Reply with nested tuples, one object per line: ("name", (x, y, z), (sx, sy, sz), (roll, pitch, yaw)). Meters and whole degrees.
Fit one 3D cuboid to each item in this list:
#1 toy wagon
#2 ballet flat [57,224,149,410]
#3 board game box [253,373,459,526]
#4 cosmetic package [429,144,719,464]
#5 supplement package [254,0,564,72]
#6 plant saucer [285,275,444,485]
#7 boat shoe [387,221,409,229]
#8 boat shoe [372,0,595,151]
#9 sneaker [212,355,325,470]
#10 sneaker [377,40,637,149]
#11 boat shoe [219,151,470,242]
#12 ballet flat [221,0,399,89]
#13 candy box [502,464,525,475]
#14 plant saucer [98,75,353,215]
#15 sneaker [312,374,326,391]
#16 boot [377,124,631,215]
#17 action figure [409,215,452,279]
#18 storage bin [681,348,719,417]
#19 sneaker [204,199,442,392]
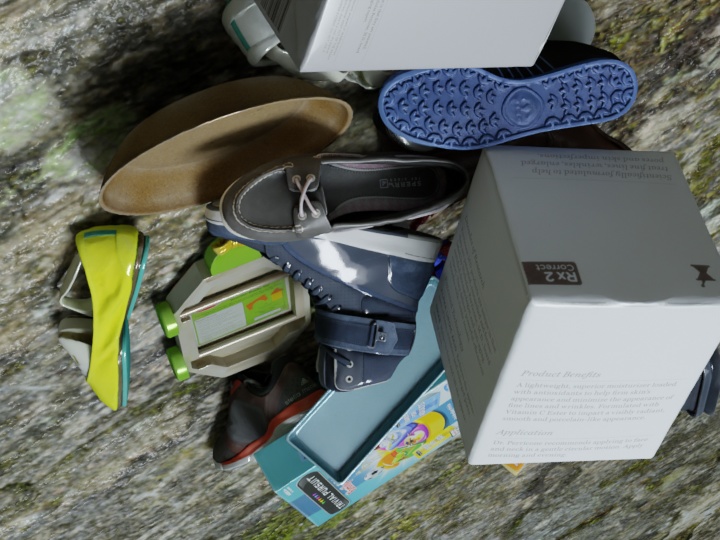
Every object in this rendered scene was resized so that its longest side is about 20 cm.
("toy wagon", (-0.107, 0.022, 1.171), (0.155, 0.040, 0.200), (-22, 144, -14))
("ballet flat", (-0.220, 0.039, 1.095), (0.067, 0.067, 0.200), (5, 133, -12))
("board game box", (0.012, 0.163, 1.272), (0.200, 0.047, 0.151), (-33, 153, -1))
("cosmetic package", (0.165, 0.029, 1.026), (0.165, 0.165, 0.200), (1, 137, -14))
("supplement package", (0.037, -0.220, 0.903), (0.200, 0.121, 0.120), (-7, 138, -31))
("plant saucer", (0.022, 0.099, 1.183), (0.200, 0.070, 0.019), (-48, -172, 3))
("boat shoe", (0.000, 0.000, 1.172), (0.066, 0.072, 0.200), (-48, 152, -32))
("boat shoe", (0.098, -0.168, 1.066), (0.200, 0.064, 0.071), (-31, 115, -12))
("sneaker", (-0.099, 0.137, 1.306), (0.077, 0.082, 0.200), (-26, 172, -42))
("sneaker", (0.108, -0.138, 1.007), (0.200, 0.078, 0.070), (-4, 110, -7))
("boat shoe", (-0.008, -0.063, 1.008), (0.200, 0.067, 0.057), (-8, 178, -25))
("ballet flat", (-0.012, -0.167, 0.980), (0.200, 0.069, 0.069), (0, 135, -38))
("candy box", (0.172, 0.102, 1.345), (0.055, 0.115, 0.200), (-32, 156, -52))
("plant saucer", (-0.104, -0.098, 0.974), (0.200, 0.035, 0.200), (-20, 170, -4))
("sneaker", (0.038, 0.126, 1.380), (0.200, 0.084, 0.121), (13, 136, -44))
("boot", (0.127, -0.076, 1.105), (0.200, 0.187, 0.064), (-20, 156, -21))
("action figure", (0.080, -0.024, 1.210), (0.200, 0.065, 0.099), (-27, -151, 59))
("storage bin", (0.284, 0.068, 1.404), (0.134, 0.200, 0.146), (-16, 145, -6))
("sneaker", (-0.042, 0.023, 1.077), (0.202, 0.077, 0.146), (12, 99, -17))
